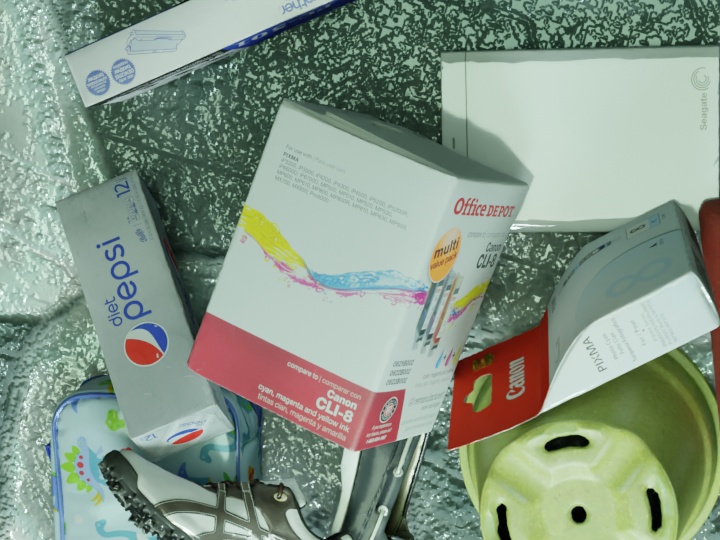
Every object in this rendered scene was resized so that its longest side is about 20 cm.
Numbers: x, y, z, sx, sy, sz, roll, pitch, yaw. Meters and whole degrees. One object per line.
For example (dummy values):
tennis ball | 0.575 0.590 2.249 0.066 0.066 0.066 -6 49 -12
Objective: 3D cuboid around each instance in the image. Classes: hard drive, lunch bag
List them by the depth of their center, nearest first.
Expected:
hard drive | 0.158 -0.094 1.263 0.199 0.027 0.133 0 99 10
lunch bag | -0.155 0.178 1.332 0.160 0.082 0.201 -1 98 9

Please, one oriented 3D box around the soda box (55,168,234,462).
soda box | -0.158 0.032 1.274 0.068 0.063 0.201 -22 67 0

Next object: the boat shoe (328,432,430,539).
boat shoe | 0.011 0.194 1.309 0.060 0.076 0.201 11 101 14

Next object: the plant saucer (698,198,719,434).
plant saucer | 0.348 0.040 1.230 0.198 0.037 0.201 -7 97 2

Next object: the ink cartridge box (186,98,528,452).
ink cartridge box | 0.000 0.000 1.218 0.144 0.145 0.201 24 101 23

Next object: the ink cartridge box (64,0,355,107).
ink cartridge box | -0.105 -0.176 1.263 0.199 0.094 0.044 -22 94 13

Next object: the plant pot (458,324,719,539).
plant pot | 0.157 0.145 1.220 0.199 0.184 0.202 1 98 10

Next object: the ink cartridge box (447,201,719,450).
ink cartridge box | 0.141 0.035 1.195 0.199 0.160 0.047 -26 105 13

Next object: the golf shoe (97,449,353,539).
golf shoe | -0.094 0.175 1.253 0.200 0.078 0.095 38 75 -14
